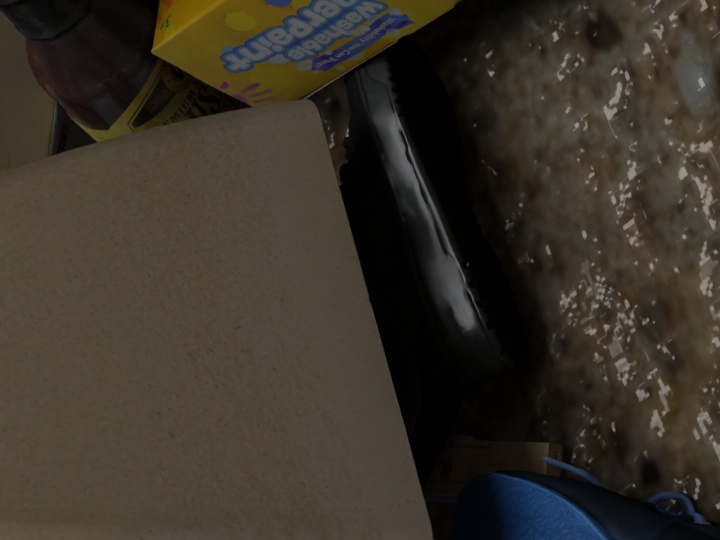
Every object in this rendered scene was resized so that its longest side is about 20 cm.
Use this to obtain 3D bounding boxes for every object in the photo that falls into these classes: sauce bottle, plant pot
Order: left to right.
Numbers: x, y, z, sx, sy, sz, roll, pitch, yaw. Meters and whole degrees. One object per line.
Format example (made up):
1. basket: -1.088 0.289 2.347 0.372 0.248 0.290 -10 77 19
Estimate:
1. plant pot: -0.109 0.068 0.886 0.200 0.176 0.201 124 138 -52
2. sauce bottle: -0.098 -0.083 0.965 0.066 0.200 0.066 -12 62 23

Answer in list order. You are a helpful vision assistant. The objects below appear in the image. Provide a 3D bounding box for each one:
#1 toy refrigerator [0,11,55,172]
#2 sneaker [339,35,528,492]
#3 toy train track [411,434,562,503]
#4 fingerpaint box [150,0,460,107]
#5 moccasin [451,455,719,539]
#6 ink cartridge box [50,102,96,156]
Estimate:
1. toy refrigerator: -0.184 -0.051 0.988 0.076 0.070 0.201 20 106 45
2. sneaker: 0.002 0.000 0.937 0.104 0.060 0.201 -29 66 23
3. toy train track: 0.006 0.085 0.970 0.199 0.032 0.115 -3 77 41
4. fingerpaint box: 0.008 -0.180 0.913 0.200 0.073 0.168 -27 48 43
5. moccasin: 0.115 0.127 0.826 0.200 0.068 0.081 28 115 45
6. ink cartridge box: -0.227 0.027 1.114 0.196 0.043 0.201 -20 44 26
